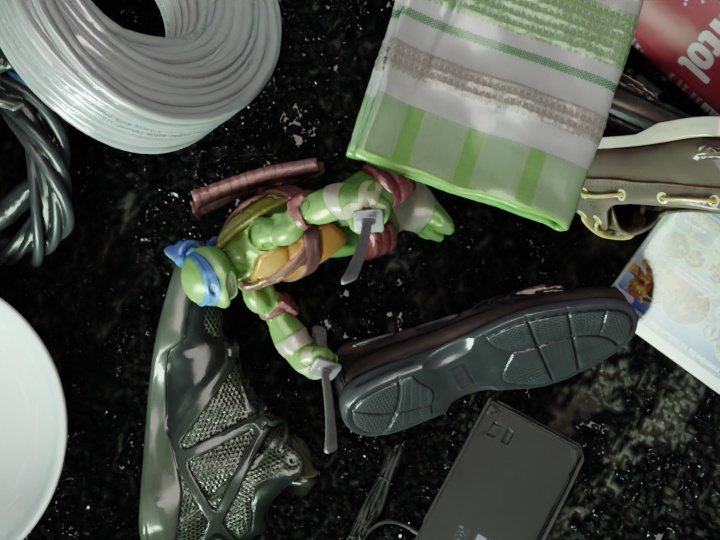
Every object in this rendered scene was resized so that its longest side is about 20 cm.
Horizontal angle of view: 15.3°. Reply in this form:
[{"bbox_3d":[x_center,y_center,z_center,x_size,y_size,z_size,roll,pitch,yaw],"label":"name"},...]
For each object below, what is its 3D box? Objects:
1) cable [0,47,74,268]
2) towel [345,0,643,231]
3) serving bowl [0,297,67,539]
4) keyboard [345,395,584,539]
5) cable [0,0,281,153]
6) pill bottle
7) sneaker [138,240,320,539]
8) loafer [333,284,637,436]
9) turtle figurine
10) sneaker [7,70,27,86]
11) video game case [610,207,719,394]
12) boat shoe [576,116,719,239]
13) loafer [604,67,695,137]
[{"bbox_3d":[-0.269,-0.078,1.723,0.199,0.051,0.164,5,122,22],"label":"cable"},{"bbox_3d":[0.088,-0.139,1.626,0.149,0.031,0.201,18,77,0],"label":"towel"},{"bbox_3d":[-0.283,0.102,1.728,0.199,0.066,0.201,0,87,1],"label":"serving bowl"},{"bbox_3d":[0.048,0.175,1.739,0.127,0.021,0.201,28,86,-3],"label":"keyboard"},{"bbox_3d":[-0.145,-0.169,1.674,0.200,0.069,0.200,34,48,-18],"label":"cable"},{"bbox_3d":[0.255,-0.145,1.708,0.200,0.113,0.113,42,88,4],"label":"pill bottle"},{"bbox_3d":[-0.080,0.082,1.722,0.114,0.076,0.200,2,89,0],"label":"sneaker"},{"bbox_3d":[0.076,0.043,1.724,0.199,0.072,0.063,-19,47,-1],"label":"loafer"},{"bbox_3d":[0.000,0.000,1.661,0.194,0.200,0.144,-33,124,-33],"label":"turtle figurine"},{"bbox_3d":[-0.202,-0.152,1.741,0.199,0.071,0.083,10,92,5],"label":"sneaker"},{"bbox_3d":[0.260,-0.009,1.692,0.143,0.018,0.200,36,122,3],"label":"video game case"},{"bbox_3d":[0.168,-0.052,1.677,0.072,0.200,0.060,10,77,-42],"label":"boat shoe"},{"bbox_3d":[0.134,-0.127,1.734,0.199,0.072,0.063,19,78,6],"label":"loafer"}]
